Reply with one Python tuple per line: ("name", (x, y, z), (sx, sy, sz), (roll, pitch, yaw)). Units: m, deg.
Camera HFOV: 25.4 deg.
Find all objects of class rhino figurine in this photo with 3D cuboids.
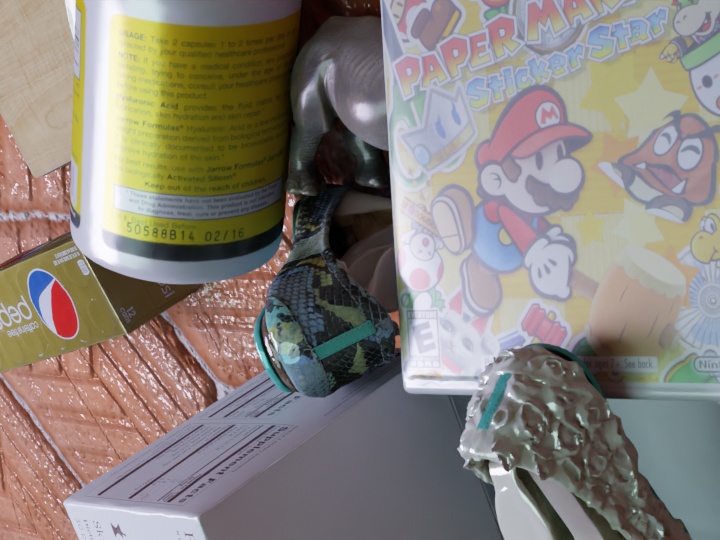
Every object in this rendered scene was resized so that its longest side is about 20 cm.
("rhino figurine", (0.042, -0.071, 0.725), (0.199, 0.060, 0.088), (10, 110, 42))

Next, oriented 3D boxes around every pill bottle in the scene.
("pill bottle", (-0.085, -0.105, 0.784), (0.111, 0.111, 0.201), (25, 121, 34))

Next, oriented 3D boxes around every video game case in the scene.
("video game case", (0.093, -0.041, 0.629), (0.199, 0.023, 0.183), (-2, 92, 41))

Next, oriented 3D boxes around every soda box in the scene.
("soda box", (-0.193, 0.014, 1.048), (0.199, 0.064, 0.068), (-17, 104, 52))

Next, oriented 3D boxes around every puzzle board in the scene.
("puzzle board", (-0.182, -0.147, 0.958), (0.199, 0.017, 0.151), (-17, 102, 51))

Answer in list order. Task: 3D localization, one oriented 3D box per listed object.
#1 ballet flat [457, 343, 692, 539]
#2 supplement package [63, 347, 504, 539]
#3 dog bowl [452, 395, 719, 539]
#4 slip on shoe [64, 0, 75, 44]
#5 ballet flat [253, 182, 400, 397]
("ballet flat", (0.097, 0.118, 0.641), (0.072, 0.072, 0.200), (-8, 125, 50))
("supplement package", (-0.016, 0.160, 0.747), (0.111, 0.155, 0.201), (-6, 110, 49))
("dog bowl", (0.121, 0.069, 0.727), (0.199, 0.079, 0.201), (28, 135, 32))
("slip on shoe", (-0.129, -0.205, 0.825), (0.061, 0.074, 0.201), (-3, 112, 11))
("ballet flat", (0.000, 0.000, 0.768), (0.074, 0.200, 0.075), (2, 114, 4))
